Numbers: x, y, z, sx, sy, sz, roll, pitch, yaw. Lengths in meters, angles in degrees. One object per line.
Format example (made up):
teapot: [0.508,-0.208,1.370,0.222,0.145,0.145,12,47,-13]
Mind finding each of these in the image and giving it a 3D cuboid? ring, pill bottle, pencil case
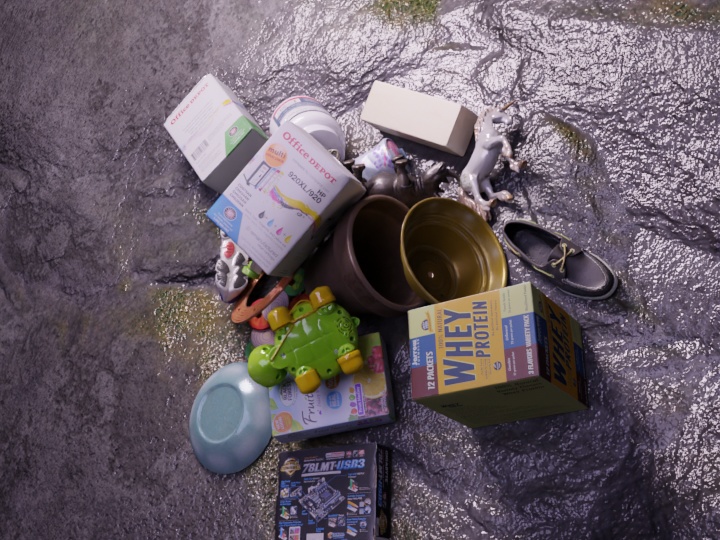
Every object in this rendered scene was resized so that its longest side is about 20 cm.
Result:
ring: [-0.156,0.019,1.826,0.200,0.019,0.201,-42,19,18]
pill bottle: [-0.091,-0.231,1.829,0.120,0.119,0.200,-48,25,8]
pencil case: [-0.007,-0.149,1.811,0.199,0.091,0.084,-33,79,20]

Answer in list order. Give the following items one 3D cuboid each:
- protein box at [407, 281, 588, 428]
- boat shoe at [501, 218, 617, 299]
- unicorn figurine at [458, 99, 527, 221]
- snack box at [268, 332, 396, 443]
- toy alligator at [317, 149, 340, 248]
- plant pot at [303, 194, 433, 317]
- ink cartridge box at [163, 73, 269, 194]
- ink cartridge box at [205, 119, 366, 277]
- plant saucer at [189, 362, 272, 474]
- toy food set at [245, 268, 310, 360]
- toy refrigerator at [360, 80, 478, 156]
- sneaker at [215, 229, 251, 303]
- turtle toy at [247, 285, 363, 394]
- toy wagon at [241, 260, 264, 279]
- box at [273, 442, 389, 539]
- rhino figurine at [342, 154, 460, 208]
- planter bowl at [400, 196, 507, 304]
protein box: [0.200,0.129,1.490,0.196,0.199,0.137,-15,64,28]
boat shoe: [0.299,-0.018,1.571,0.200,0.060,0.072,31,90,38]
unicorn figurine: [0.214,-0.186,1.683,0.201,0.073,0.137,-55,42,10]
snack box: [-0.050,0.193,1.689,0.197,0.053,0.144,-12,63,10]
toy alligator: [-0.070,-0.108,1.753,0.059,0.054,0.202,22,94,11]
plant pot: [0.000,0.000,1.700,0.174,0.199,0.203,-27,57,42]
ink cartridge box: [-0.283,-0.270,2.039,0.145,0.087,0.200,-45,56,9]
ink cartridge box: [-0.115,-0.112,1.650,0.147,0.145,0.200,42,95,9]
plant saucer: [-0.239,0.257,1.830,0.199,0.039,0.204,-13,64,28]
toy food set: [-0.120,0.104,1.807,0.200,0.049,0.198,-46,53,10]
toy refrigerator: [0.103,-0.265,1.796,0.199,0.070,0.077,23,92,38]
sneaker: [-0.234,-0.031,1.920,0.080,0.084,0.202,16,60,-5]
turtle toy: [-0.090,0.122,1.642,0.198,0.101,0.147,-25,84,-1]
toy wagon: [-0.151,-0.065,1.831,0.039,0.200,0.156,28,97,-1]
box: [-0.047,0.385,1.648,0.198,0.050,0.201,-12,65,30]
rhino figurine: [0.068,-0.146,1.720,0.197,0.060,0.089,-4,111,11]
planter bowl: [0.129,-0.008,1.630,0.083,0.198,0.203,-40,49,50]
